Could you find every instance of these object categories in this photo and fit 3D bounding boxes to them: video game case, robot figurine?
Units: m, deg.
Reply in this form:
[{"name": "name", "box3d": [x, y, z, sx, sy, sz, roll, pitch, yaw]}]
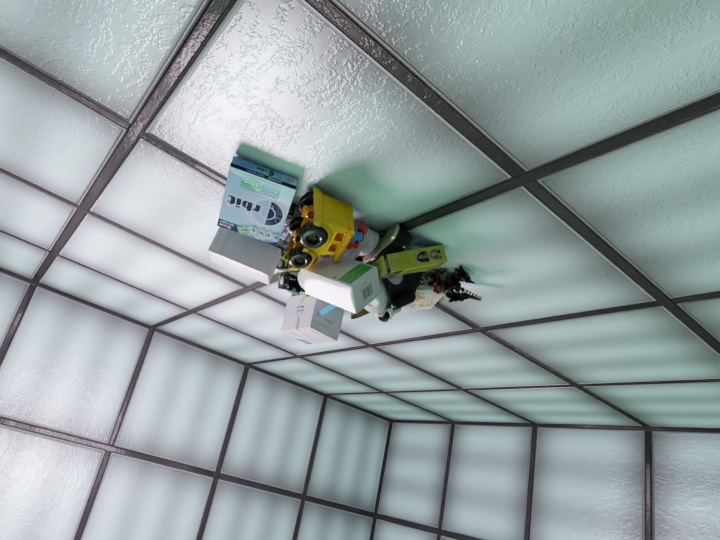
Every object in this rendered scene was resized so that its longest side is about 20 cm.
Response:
[{"name": "video game case", "box3d": [0.171, 0.089, 1.738, 0.175, 0.024, 0.201, -1, 158, -12]}, {"name": "robot figurine", "box3d": [0.079, 0.035, 1.498, 0.195, 0.129, 0.149, -23, -173, -26]}, {"name": "video game case", "box3d": [-0.022, 0.077, 1.662, 0.018, 0.196, 0.143, 61, 151, 3]}]

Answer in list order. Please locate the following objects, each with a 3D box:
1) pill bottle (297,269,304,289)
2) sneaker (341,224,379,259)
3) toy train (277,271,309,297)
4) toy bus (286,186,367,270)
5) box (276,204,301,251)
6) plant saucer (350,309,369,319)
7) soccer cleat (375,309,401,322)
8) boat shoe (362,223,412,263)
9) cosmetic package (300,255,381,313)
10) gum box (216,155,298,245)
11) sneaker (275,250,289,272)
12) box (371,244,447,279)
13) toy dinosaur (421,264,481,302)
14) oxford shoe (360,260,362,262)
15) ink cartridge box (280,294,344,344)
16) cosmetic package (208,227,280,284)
[{"name": "pill bottle", "box3d": [-0.119, 0.000, 1.654, 0.109, 0.115, 0.198, 23, 155, -23]}, {"name": "sneaker", "box3d": [-0.043, -0.071, 1.488, 0.198, 0.079, 0.099, -35, 117, 30]}, {"name": "toy train", "box3d": [-0.186, 0.044, 1.810, 0.194, 0.089, 0.113, 9, 179, -30]}, {"name": "toy bus", "box3d": [-0.083, -0.087, 1.378, 0.186, 0.139, 0.202, 14, 135, -23]}, {"name": "box", "box3d": [-0.254, -0.141, 1.495, 0.193, 0.051, 0.199, 25, 153, -18]}, {"name": "plant saucer", "box3d": [0.045, 0.091, 1.752, 0.196, 0.036, 0.201, -29, 166, -8]}, {"name": "soccer cleat", "box3d": [0.079, 0.119, 1.635, 0.066, 0.089, 0.200, 0, 165, 16]}, {"name": "boat shoe", "box3d": [0.068, -0.058, 1.465, 0.062, 0.076, 0.200, 29, 148, -17]}, {"name": "cosmetic package", "box3d": [-0.053, 0.028, 1.406, 0.196, 0.107, 0.088, 18, 130, 39]}, {"name": "gum box", "box3d": [-0.261, -0.169, 1.355, 0.164, 0.046, 0.203, 17, 134, -12]}, {"name": "sneaker", "box3d": [-0.254, -0.031, 1.734, 0.195, 0.079, 0.075, 3, 171, 38]}, {"name": "box", "box3d": [0.131, -0.022, 1.430, 0.194, 0.052, 0.075, -11, 168, -29]}, {"name": "toy dinosaur", "box3d": [0.270, 0.042, 1.593, 0.192, 0.107, 0.135, -1, 176, -14]}, {"name": "oxford shoe", "box3d": [0.000, 0.000, 1.636, 0.194, 0.078, 0.057, -12, 154, 33]}, {"name": "ink cartridge box", "box3d": [-0.181, 0.183, 2.053, 0.145, 0.150, 0.196, 30, 152, -36]}, {"name": "cosmetic package", "box3d": [-0.345, -0.053, 1.624, 0.194, 0.110, 0.085, 23, 156, 0]}]
